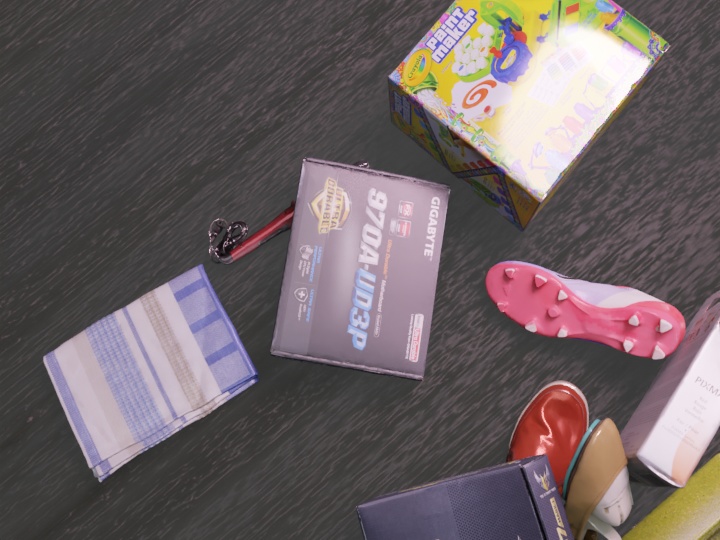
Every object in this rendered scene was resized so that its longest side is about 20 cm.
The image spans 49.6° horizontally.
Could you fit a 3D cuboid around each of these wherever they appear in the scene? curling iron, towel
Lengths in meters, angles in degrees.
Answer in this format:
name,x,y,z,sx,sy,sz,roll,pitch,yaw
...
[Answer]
name,x,y,z,sx,sy,sz,roll,pitch,yaw
curling iron,-0.078,-0.067,0.834,0.198,0.026,0.050,-29,82,-2
towel,-0.219,0.104,0.813,0.198,0.024,0.148,-31,77,-4

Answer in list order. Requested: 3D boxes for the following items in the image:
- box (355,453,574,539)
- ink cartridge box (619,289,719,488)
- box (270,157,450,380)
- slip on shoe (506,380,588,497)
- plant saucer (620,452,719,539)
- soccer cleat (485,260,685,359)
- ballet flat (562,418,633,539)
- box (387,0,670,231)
name,x,y,z,sx,sy,sz,roll,pitch,yaw
box,0.099,0.265,0.696,0.198,0.051,0.160,-25,75,37
ink cartridge box,0.304,0.103,0.711,0.050,0.162,0.201,36,83,15
box,0.000,0.000,0.795,0.156,0.046,0.204,11,81,-4
slip on shoe,0.167,0.201,0.752,0.073,0.061,0.202,28,81,10
plant saucer,0.342,0.313,0.727,0.199,0.048,0.201,-38,80,-4
soccer cleat,0.224,0.035,0.785,0.197,0.076,0.068,17,111,22
ballet flat,0.209,0.210,0.690,0.063,0.202,0.068,33,50,28
box,0.162,-0.188,0.794,0.192,0.122,0.201,41,85,9
